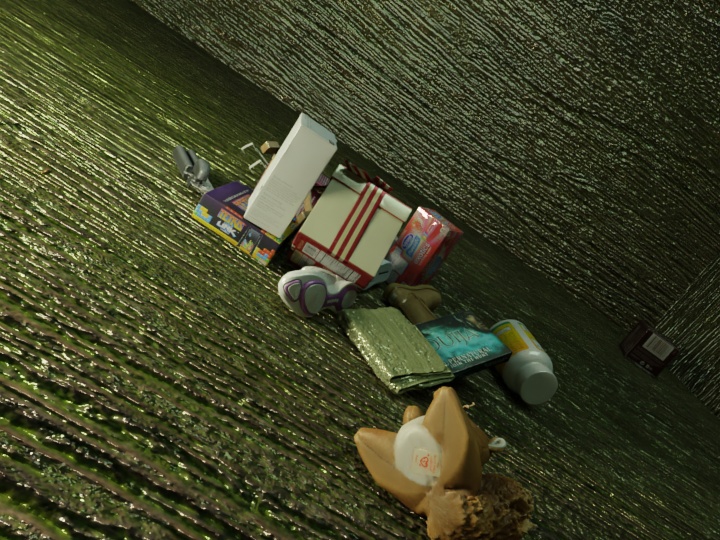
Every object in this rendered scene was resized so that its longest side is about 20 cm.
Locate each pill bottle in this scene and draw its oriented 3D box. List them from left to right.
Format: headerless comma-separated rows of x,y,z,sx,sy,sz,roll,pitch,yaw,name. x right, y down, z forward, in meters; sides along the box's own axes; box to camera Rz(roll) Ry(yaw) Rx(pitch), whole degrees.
0.358,0.204,1.291,0.112,0.113,0.200,28,17,-20,pill bottle

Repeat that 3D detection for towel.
0.057,0.132,1.000,0.148,0.037,0.200,2,34,-38,towel

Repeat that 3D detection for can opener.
-0.340,-0.214,1.197,0.052,0.067,0.200,19,18,-38,can opener

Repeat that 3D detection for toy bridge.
-0.142,-0.186,1.233,0.067,0.027,0.201,-13,71,-50,toy bridge

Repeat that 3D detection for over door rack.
-0.201,-0.241,1.466,0.200,0.067,0.148,40,10,-34,over door rack

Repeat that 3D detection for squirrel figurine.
0.122,0.252,0.722,0.186,0.141,0.201,27,29,-58,squirrel figurine

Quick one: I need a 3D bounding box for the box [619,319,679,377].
1.313,0.353,2.635,0.166,0.165,0.200,36,16,9,box

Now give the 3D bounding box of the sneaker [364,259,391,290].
0.000,0.000,1.271,0.070,0.074,0.200,18,7,23,sneaker

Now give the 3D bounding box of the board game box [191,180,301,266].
-0.213,-0.099,1.128,0.165,0.057,0.200,35,16,-5,board game box

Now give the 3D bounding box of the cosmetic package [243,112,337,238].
-0.126,-0.173,1.050,0.081,0.201,0.113,29,18,-17,cosmetic package

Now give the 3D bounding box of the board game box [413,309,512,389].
0.172,0.144,1.100,0.199,0.028,0.135,-12,42,-32,board game box

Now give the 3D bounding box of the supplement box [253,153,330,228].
-0.139,-0.171,1.342,0.199,0.131,0.103,31,18,-9,supplement box

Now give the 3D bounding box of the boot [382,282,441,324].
0.155,0.112,1.249,0.174,0.066,0.200,5,31,-37,boot

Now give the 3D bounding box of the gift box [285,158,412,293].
-0.031,-0.086,1.096,0.199,0.187,0.184,34,-25,-9,gift box

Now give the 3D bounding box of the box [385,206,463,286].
0.142,-0.043,1.403,0.103,0.201,0.094,41,19,25,box

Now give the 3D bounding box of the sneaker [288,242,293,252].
-0.069,-0.065,1.217,0.199,0.080,0.074,-20,54,-42,sneaker

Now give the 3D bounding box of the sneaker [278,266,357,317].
-0.090,0.032,1.006,0.099,0.075,0.200,28,7,29,sneaker

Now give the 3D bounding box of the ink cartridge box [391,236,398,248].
0.004,-0.112,1.533,0.145,0.084,0.200,24,19,-33,ink cartridge box
